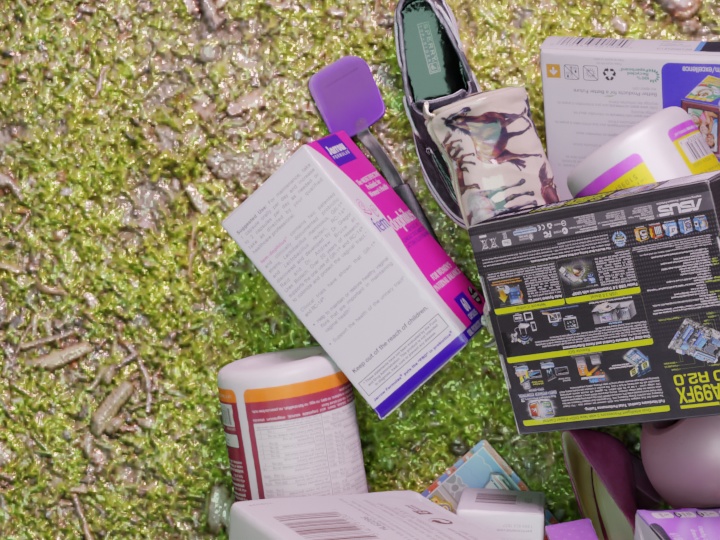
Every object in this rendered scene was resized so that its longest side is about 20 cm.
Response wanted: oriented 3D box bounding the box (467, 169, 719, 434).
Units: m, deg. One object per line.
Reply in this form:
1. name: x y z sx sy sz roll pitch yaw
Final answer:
1. box: 0.183 0.026 1.194 0.199 0.044 0.162 -11 98 38

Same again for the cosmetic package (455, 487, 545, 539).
1. cosmetic package: 0.109 0.281 1.347 0.070 0.101 0.202 2 94 7

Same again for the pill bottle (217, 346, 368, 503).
1. pill bottle: -0.049 0.169 1.373 0.108 0.110 0.202 -8 96 8

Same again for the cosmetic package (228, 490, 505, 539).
1. cosmetic package: 0.001 0.284 1.257 0.165 0.167 0.202 0 99 -29

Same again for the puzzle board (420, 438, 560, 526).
1. puzzle board: 0.113 0.263 1.404 0.151 0.017 0.200 -42 87 8

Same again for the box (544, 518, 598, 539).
1. box: 0.175 0.309 1.288 0.039 0.137 0.202 -9 126 -7

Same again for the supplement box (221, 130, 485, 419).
1. supplement box: 0.000 0.000 1.354 0.103 0.101 0.200 -42 87 21

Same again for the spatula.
1. spatula: 0.023 -0.082 1.394 0.056 0.021 0.201 -29 91 21

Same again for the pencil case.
1. pencil case: 0.111 -0.043 1.300 0.089 0.078 0.202 -20 96 -15

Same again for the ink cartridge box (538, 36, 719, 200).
1. ink cartridge box: 0.240 -0.079 1.315 0.196 0.043 0.202 5 118 24

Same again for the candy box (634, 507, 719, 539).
1. candy box: 0.310 0.225 1.187 0.198 0.168 0.072 -1 104 -10

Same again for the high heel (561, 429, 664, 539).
1. high heel: 0.192 0.215 1.305 0.095 0.202 0.067 26 142 -23

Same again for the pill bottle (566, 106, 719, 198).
1. pill bottle: 0.242 -0.010 1.234 0.104 0.104 0.201 -32 83 9

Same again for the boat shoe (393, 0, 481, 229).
1. boat shoe: 0.070 -0.128 1.362 0.071 0.068 0.202 -14 91 9

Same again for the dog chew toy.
1. dog chew toy: 0.311 0.163 1.318 0.200 0.125 0.125 41 98 -16
